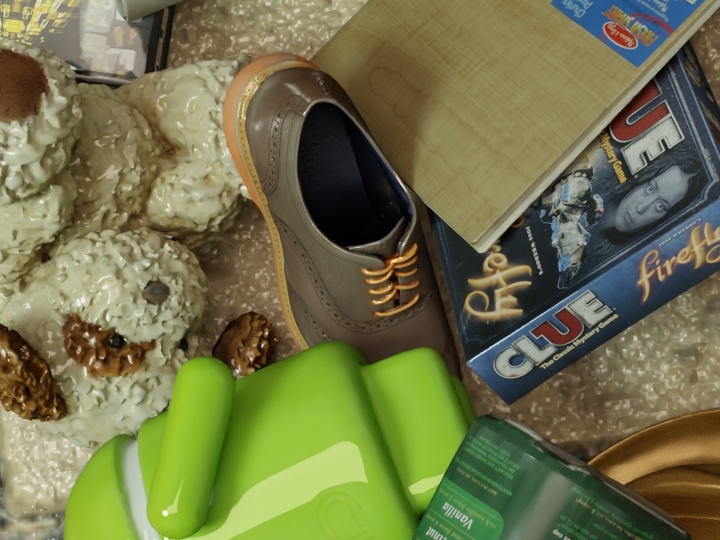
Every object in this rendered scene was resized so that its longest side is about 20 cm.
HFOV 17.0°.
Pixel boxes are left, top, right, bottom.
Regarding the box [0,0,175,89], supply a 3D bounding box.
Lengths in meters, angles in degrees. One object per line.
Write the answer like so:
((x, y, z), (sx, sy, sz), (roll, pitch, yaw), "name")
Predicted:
((-0.164, -0.192, 1.193), (0.161, 0.049, 0.201), (8, 84, 8), "box")

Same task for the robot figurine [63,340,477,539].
((-0.041, 0.106, 1.060), (0.199, 0.175, 0.116), (-24, 68, 7), "robot figurine")

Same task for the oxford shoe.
((0.000, 0.000, 1.085), (0.071, 0.073, 0.200), (-34, 115, -13), "oxford shoe")

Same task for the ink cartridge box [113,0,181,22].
((-0.049, -0.223, 1.123), (0.199, 0.084, 0.146), (-22, 86, -5), "ink cartridge box")

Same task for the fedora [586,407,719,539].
((0.148, 0.141, 1.052), (0.200, 0.082, 0.201), (-7, 66, 17), "fedora")

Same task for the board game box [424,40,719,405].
((0.092, -0.051, 1.060), (0.135, 0.035, 0.200), (-34, 37, 17), "board game box")

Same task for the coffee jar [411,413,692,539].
((0.044, 0.166, 0.987), (0.085, 0.104, 0.200), (29, 86, 53), "coffee jar")

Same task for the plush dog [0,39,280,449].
((-0.126, -0.001, 1.116), (0.160, 0.199, 0.172), (-24, 71, 48), "plush dog")

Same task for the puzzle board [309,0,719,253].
((0.063, -0.102, 1.095), (0.151, 0.017, 0.200), (-45, 36, 1), "puzzle board")
